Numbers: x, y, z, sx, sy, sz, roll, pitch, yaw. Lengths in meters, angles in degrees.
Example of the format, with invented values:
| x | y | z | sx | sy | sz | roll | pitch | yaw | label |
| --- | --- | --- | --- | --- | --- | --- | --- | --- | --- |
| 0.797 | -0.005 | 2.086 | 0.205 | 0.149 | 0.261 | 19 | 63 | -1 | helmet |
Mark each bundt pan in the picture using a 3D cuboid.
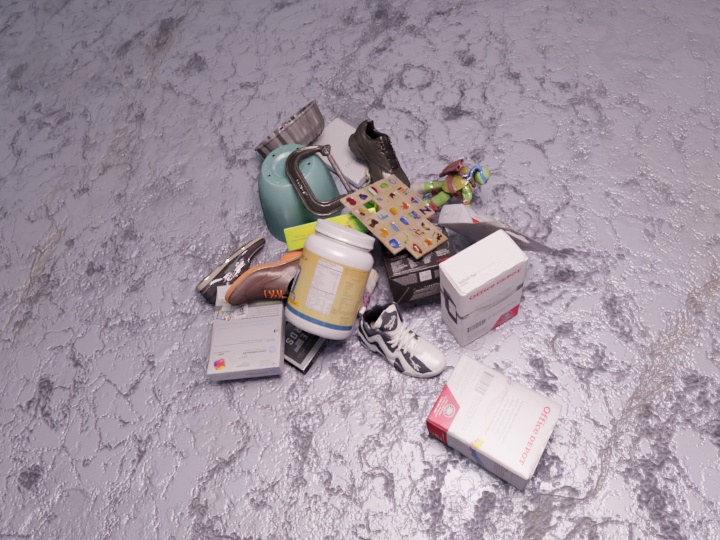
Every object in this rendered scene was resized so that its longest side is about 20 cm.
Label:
| x | y | z | sx | sy | sz | roll | pitch | yaw | label |
| --- | --- | --- | --- | --- | --- | --- | --- | --- | --- |
| -0.169 | -0.337 | 1.441 | 0.200 | 0.076 | 0.203 | -35 | 19 | 14 | bundt pan |

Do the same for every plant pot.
| x | y | z | sx | sy | sz | roll | pitch | yaw | label |
| --- | --- | --- | --- | --- | --- | --- | --- | --- | --- |
| -0.150 | -0.192 | 1.338 | 0.194 | 0.162 | 0.205 | -5 | 57 | 7 | plant pot |

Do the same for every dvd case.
| x | y | z | sx | sy | sz | roll | pitch | yaw | label |
| --- | --- | --- | --- | --- | --- | --- | --- | --- | --- |
| -0.152 | 0.110 | 1.229 | 0.197 | 0.025 | 0.152 | 27 | 67 | 25 | dvd case |

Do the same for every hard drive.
| x | y | z | sx | sy | sz | roll | pitch | yaw | label |
| --- | --- | --- | --- | --- | --- | --- | --- | --- | --- |
| -0.034 | -0.304 | 1.469 | 0.199 | 0.026 | 0.132 | 37 | 71 | 28 | hard drive |

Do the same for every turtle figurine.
| x | y | z | sx | sy | sz | roll | pitch | yaw | label |
| --- | --- | --- | --- | --- | --- | --- | --- | --- | --- |
| 0.221 | -0.162 | 1.303 | 0.190 | 0.198 | 0.148 | -12 | 83 | 29 | turtle figurine |

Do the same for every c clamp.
| x | y | z | sx | sy | sz | roll | pitch | yaw | label |
| --- | --- | --- | --- | --- | --- | --- | --- | --- | --- |
| -0.065 | -0.199 | 1.239 | 0.169 | 0.027 | 0.202 | -33 | 75 | -14 | c clamp |

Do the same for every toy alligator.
| x | y | z | sx | sy | sz | roll | pitch | yaw | label |
| --- | --- | --- | --- | --- | --- | --- | --- | --- | --- |
| 0.006 | -0.158 | 1.357 | 0.054 | 0.058 | 0.204 | -36 | 39 | 39 | toy alligator |

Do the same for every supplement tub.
| x | y | z | sx | sy | sz | roll | pitch | yaw | label |
| --- | --- | --- | --- | --- | --- | --- | --- | --- | --- |
| -0.057 | 0.016 | 1.124 | 0.142 | 0.144 | 0.205 | 21 | 98 | 22 | supplement tub |

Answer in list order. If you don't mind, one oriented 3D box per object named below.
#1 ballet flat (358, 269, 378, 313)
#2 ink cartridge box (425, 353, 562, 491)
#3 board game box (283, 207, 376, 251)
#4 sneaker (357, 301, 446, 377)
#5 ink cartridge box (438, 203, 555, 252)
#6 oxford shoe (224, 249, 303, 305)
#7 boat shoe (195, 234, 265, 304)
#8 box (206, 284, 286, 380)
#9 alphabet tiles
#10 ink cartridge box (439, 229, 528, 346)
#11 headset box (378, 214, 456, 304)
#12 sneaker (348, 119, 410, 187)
| x | y | z | sx | sy | sz | roll | pitch | yaw | label |
| --- | --- | --- | --- | --- | --- | --- | --- | --- | --- |
| 0.000 | 0.000 | 1.245 | 0.069 | 0.070 | 0.203 | -19 | 52 | 5 | ballet flat |
| 0.235 | 0.267 | 1.020 | 0.197 | 0.086 | 0.149 | 28 | 66 | 23 | ink cartridge box |
| -0.059 | -0.089 | 1.230 | 0.194 | 0.102 | 0.049 | -13 | 94 | 2 | board game box |
| 0.074 | 0.127 | 1.112 | 0.197 | 0.131 | 0.080 | 31 | 68 | 26 | sneaker |
| 0.271 | -0.087 | 1.144 | 0.157 | 0.199 | 0.048 | 21 | 84 | -24 | ink cartridge box |
| -0.184 | 0.028 | 1.183 | 0.196 | 0.072 | 0.073 | -28 | 62 | -11 | oxford shoe |
| -0.286 | -0.003 | 1.318 | 0.200 | 0.072 | 0.063 | -44 | 103 | -23 | boat shoe |
| -0.233 | 0.122 | 1.198 | 0.151 | 0.042 | 0.204 | -7 | 56 | 6 | box |
| 0.079 | -0.109 | 1.171 | 0.165 | 0.008 | 0.200 | -29 | 65 | -36 | alphabet tiles |
| 0.231 | 0.038 | 1.097 | 0.142 | 0.202 | 0.085 | -28 | 57 | -9 | ink cartridge box |
| 0.120 | -0.033 | 1.211 | 0.145 | 0.076 | 0.202 | -14 | 36 | 1 | headset box |
| 0.051 | -0.271 | 1.365 | 0.201 | 0.091 | 0.076 | 48 | 50 | 6 | sneaker |
